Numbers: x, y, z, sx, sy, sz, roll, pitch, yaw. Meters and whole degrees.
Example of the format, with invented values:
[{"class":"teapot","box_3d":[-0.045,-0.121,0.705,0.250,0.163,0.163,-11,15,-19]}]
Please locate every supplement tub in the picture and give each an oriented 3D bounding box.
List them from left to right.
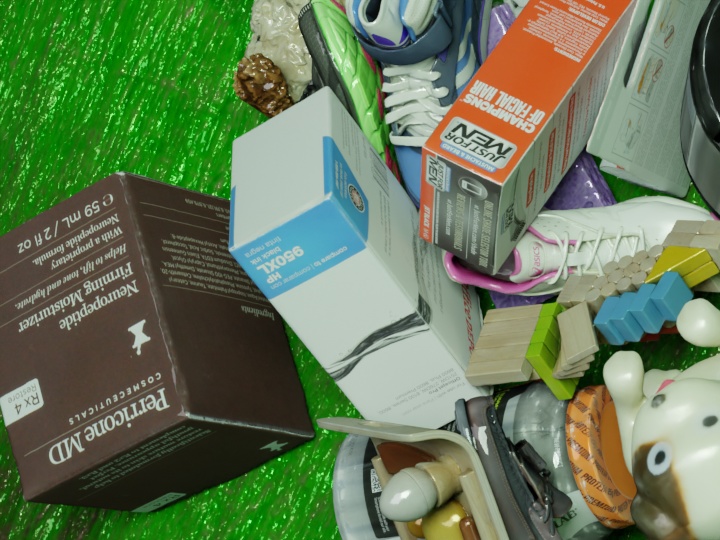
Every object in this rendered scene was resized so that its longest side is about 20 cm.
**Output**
[{"class":"supplement tub","box_3d":[0.092,0.144,1.644,0.200,0.123,0.123,-16,73,31]}]

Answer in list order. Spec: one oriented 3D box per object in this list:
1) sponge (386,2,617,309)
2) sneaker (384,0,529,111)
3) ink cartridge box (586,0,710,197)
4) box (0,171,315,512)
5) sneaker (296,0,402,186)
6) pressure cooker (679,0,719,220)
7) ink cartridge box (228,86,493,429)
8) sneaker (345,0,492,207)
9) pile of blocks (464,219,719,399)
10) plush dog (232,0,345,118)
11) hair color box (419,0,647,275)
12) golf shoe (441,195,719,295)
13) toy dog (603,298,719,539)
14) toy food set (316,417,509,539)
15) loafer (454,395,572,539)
[{"class":"sponge","box_3d":[0.102,-0.075,1.693,0.112,0.030,0.200,-29,89,27]},{"class":"sneaker","box_3d":[0.107,-0.149,1.727,0.200,0.075,0.081,-31,79,28]},{"class":"ink cartridge box","box_3d":[0.191,-0.141,1.583,0.047,0.200,0.160,20,92,26]},{"class":"box","box_3d":[-0.165,0.057,1.803,0.166,0.164,0.200,-28,67,26]},{"class":"sneaker","box_3d":[-0.021,-0.094,1.690,0.084,0.077,0.200,-6,114,9]},{"class":"pressure cooker","box_3d":[0.288,-0.104,1.524,0.179,0.200,0.176,36,80,12]},{"class":"ink cartridge box","box_3d":[0.000,0.000,1.623,0.084,0.200,0.145,-29,29,16]},{"class":"sneaker","box_3d":[0.030,-0.135,1.609,0.081,0.146,0.200,5,93,29]},{"class":"pile of blocks","box_3d":[0.168,0.039,1.569,0.200,0.062,0.082,-27,36,19]},{"class":"plush dog","box_3d":[-0.021,-0.189,1.773,0.160,0.200,0.172,40,118,-4]},{"class":"hair color box","box_3d":[0.115,-0.109,1.580,0.064,0.111,0.200,27,62,16]},{"class":"golf shoe","box_3d":[0.149,-0.008,1.621,0.200,0.092,0.075,-2,99,22]},{"class":"toy dog","box_3d":[0.226,0.116,1.500,0.140,0.200,0.194,-23,83,21]},{"class":"toy food set","box_3d":[0.041,0.188,1.536,0.144,0.060,0.200,0,111,65]},{"class":"loafer","box_3d":[0.117,0.168,1.537,0.063,0.072,0.200,-19,97,7]}]
